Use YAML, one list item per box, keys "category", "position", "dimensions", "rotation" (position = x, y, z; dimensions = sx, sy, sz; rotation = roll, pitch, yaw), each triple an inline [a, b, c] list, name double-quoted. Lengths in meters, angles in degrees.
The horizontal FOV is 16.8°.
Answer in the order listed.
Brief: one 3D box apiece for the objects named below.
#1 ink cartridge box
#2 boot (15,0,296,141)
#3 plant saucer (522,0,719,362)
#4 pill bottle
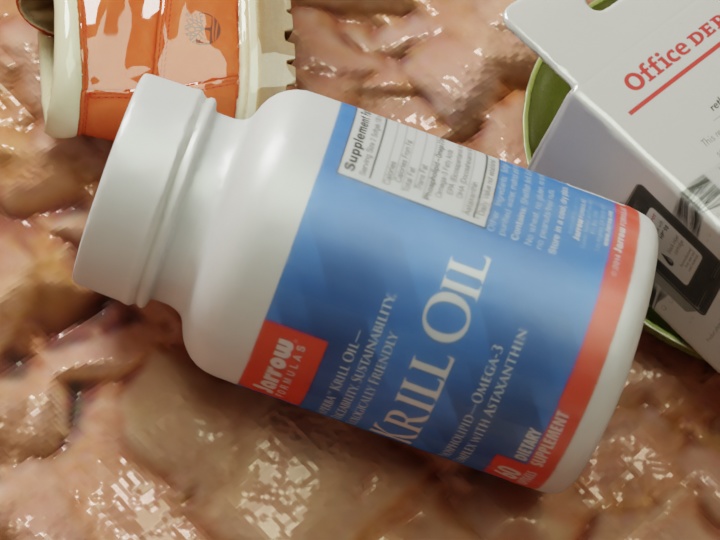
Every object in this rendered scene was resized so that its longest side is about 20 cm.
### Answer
- category: "ink cartridge box"
  position: [0.149, -0.041, 0.965]
  dimensions: [0.116, 0.067, 0.200]
  rotation: [-36, 74, -32]
- category: "boot"
  position: [-0.086, -0.133, 0.993]
  dimensions: [0.106, 0.075, 0.201]
  rotation: [1, 58, -10]
- category: "plant saucer"
  position: [0.159, -0.035, 1.025]
  dimensions: [0.199, 0.031, 0.201]
  rotation: [8, 56, -12]
- category: "pill bottle"
  position: [0.000, 0.000, 0.902]
  dimensions: [0.199, 0.112, 0.113]
  rotation: [19, 53, -3]
